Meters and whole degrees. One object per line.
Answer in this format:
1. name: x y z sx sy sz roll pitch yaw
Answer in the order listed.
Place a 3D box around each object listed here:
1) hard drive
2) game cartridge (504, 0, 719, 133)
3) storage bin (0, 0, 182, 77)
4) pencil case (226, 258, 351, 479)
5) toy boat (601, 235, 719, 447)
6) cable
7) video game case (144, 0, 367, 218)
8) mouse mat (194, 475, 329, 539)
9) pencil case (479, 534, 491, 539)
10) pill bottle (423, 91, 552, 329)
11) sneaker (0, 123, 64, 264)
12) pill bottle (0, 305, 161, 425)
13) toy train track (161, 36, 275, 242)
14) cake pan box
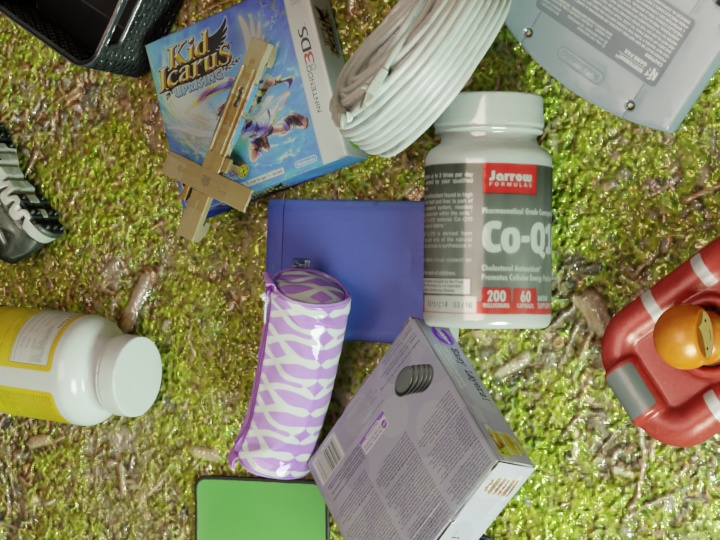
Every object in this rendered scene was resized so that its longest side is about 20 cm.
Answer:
1. hard drive: 0.000 0.000 1.465 0.199 0.025 0.133 2 91 29
2. game cartridge: 0.219 -0.213 1.340 0.200 0.040 0.134 40 105 24
3. storage bin: -0.289 -0.302 1.592 0.199 0.094 0.136 35 106 24
4. pencil case: -0.066 0.096 1.446 0.084 0.085 0.202 -133 49 -58
5. toy boat: 0.277 0.052 1.248 0.200 0.130 0.131 -40 69 23
6. cable: 0.053 -0.190 1.347 0.069 0.200 0.200 40 94 -13
7. video game case: -0.105 -0.167 1.515 0.199 0.045 0.183 -18 80 28
8. mouse mat: -0.097 0.304 1.528 0.160 0.008 0.202 -2 90 29
9. pencil case: 0.067 0.333 1.393 0.089 0.078 0.201 35 107 7
10. pill bottle: 0.111 -0.051 1.353 0.113 0.114 0.202 0 90 29
11. sneaker: -0.402 -0.091 1.668 0.090 0.066 0.201 -41 73 20
12. pill bottle: -0.306 0.098 1.587 0.199 0.112 0.113 5 92 29
13. toy train track: -0.123 -0.123 1.485 0.114 0.032 0.201 26 97 33
14. cake pan box: 0.045 0.176 1.369 0.201 0.052 0.185 -56 40 23
